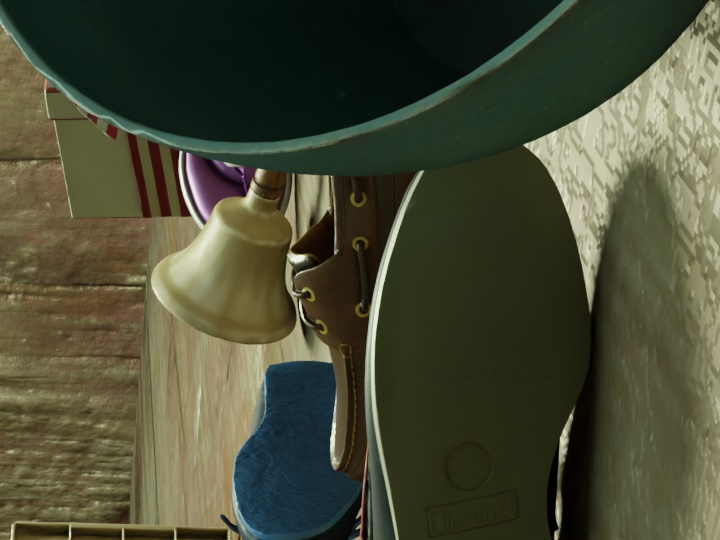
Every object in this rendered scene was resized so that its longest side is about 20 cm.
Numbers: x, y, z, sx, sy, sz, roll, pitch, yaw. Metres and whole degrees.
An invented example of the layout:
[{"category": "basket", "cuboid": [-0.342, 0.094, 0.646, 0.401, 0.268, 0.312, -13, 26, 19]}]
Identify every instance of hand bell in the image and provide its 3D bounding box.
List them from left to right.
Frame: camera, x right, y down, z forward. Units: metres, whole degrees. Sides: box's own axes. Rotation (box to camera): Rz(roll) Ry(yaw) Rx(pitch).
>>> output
[{"category": "hand bell", "cuboid": [-0.060, -0.062, 1.136, 0.104, 0.104, 0.200, -104, 32, -58]}]

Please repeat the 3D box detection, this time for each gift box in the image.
[{"category": "gift box", "cuboid": [-0.153, -0.149, 1.381, 0.187, 0.184, 0.200, 91, 171, -53]}]

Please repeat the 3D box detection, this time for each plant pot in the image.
[{"category": "plant pot", "cuboid": [0.019, -0.109, 0.431, 0.135, 0.200, 0.200, 22, -115, -59]}]

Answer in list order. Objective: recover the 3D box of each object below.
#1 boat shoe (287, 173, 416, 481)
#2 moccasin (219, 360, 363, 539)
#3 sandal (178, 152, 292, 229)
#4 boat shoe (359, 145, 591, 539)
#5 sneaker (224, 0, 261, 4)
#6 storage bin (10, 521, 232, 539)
[{"category": "boat shoe", "cuboid": [0.000, 0.000, 0.762, 0.072, 0.067, 0.200, -110, 25, -66]}, {"category": "moccasin", "cuboid": [-0.023, 0.110, 0.892, 0.200, 0.080, 0.068, -73, -15, -70]}, {"category": "sandal", "cuboid": [-0.091, -0.114, 1.250, 0.050, 0.082, 0.203, 84, -175, -67]}, {"category": "boat shoe", "cuboid": [0.031, 0.058, 0.553, 0.063, 0.074, 0.202, 178, 90, -72]}, {"category": "sneaker", "cuboid": [-0.015, -0.110, 0.550, 0.073, 0.200, 0.082, 13, 97, 46]}, {"category": "storage bin", "cuboid": [-0.205, 0.320, 1.453, 0.094, 0.200, 0.199, 112, 158, -58]}]
